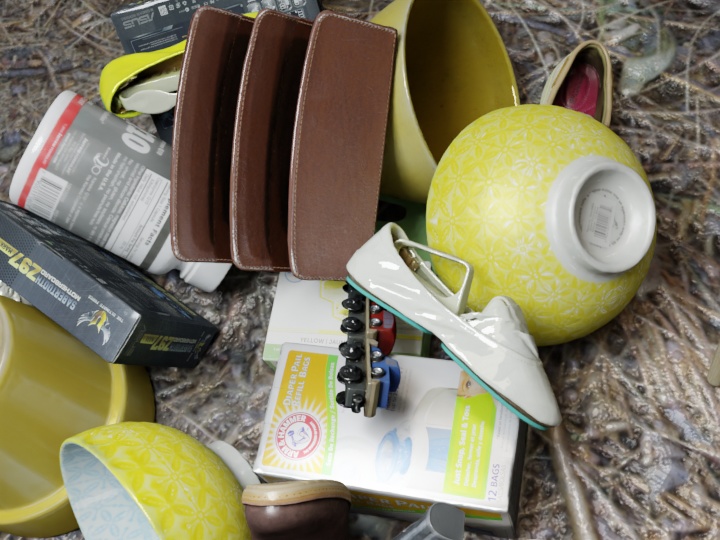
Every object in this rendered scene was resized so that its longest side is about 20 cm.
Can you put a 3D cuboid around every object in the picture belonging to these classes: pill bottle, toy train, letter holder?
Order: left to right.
[{"bbox_3d":[-0.205,-0.068,0.789,0.199,0.114,0.115,28,68,-17],"label":"pill bottle"},{"bbox_3d":[-0.064,-0.099,0.671,0.100,0.141,0.202,12,98,49],"label":"letter holder"},{"bbox_3d":[0.007,0.047,0.667,0.045,0.034,0.200,7,28,-3],"label":"toy train"}]

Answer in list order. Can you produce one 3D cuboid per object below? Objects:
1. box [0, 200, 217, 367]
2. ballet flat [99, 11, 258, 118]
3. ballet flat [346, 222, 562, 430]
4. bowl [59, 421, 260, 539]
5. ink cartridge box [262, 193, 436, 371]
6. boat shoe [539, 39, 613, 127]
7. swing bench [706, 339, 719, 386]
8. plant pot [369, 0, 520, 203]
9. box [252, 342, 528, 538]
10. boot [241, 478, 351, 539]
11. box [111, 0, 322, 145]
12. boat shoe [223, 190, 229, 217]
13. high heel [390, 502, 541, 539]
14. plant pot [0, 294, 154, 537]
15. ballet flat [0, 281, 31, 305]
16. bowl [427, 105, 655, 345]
[{"bbox_3d":[-0.242,0.013,0.761,0.199,0.158,0.051,34,92,14],"label":"box"},{"bbox_3d":[-0.151,-0.184,0.799,0.198,0.067,0.067,-15,43,6],"label":"ballet flat"},{"bbox_3d":[0.074,0.032,0.620,0.200,0.070,0.069,38,77,24],"label":"ballet flat"},{"bbox_3d":[-0.137,0.194,0.668,0.107,0.201,0.200,-29,56,-35],"label":"bowl"},{"bbox_3d":[0.000,0.000,0.792,0.144,0.048,0.202,2,67,16],"label":"ink cartridge box"},{"bbox_3d":[0.191,-0.125,0.787,0.073,0.066,0.202,12,66,-1],"label":"boat shoe"},{"bbox_3d":[0.372,0.021,0.602,0.197,0.200,0.131,15,68,20],"label":"swing bench"},{"bbox_3d":[0.041,-0.147,0.792,0.141,0.200,0.202,-10,58,38],"label":"plant pot"},{"bbox_3d":[0.029,0.135,0.684,0.198,0.102,0.113,5,64,16],"label":"box"},{"bbox_3d":[-0.037,0.239,0.593,0.072,0.200,0.168,-5,65,5],"label":"boot"},{"bbox_3d":[-0.126,-0.214,0.862,0.198,0.159,0.051,-16,25,6],"label":"box"},{"bbox_3d":[-0.105,-0.127,0.766,0.073,0.068,0.200,-5,47,41],"label":"boat shoe"},{"bbox_3d":[0.096,0.258,0.646,0.199,0.143,0.072,33,40,-5],"label":"high heel"},{"bbox_3d":[-0.304,0.108,0.730,0.199,0.189,0.202,-5,62,10],"label":"plant pot"},{"bbox_3d":[-0.338,-0.007,0.869,0.071,0.072,0.202,2,65,15],"label":"ballet flat"},{"bbox_3d":[0.163,-0.038,0.669,0.198,0.108,0.202,0,90,-23],"label":"bowl"}]
